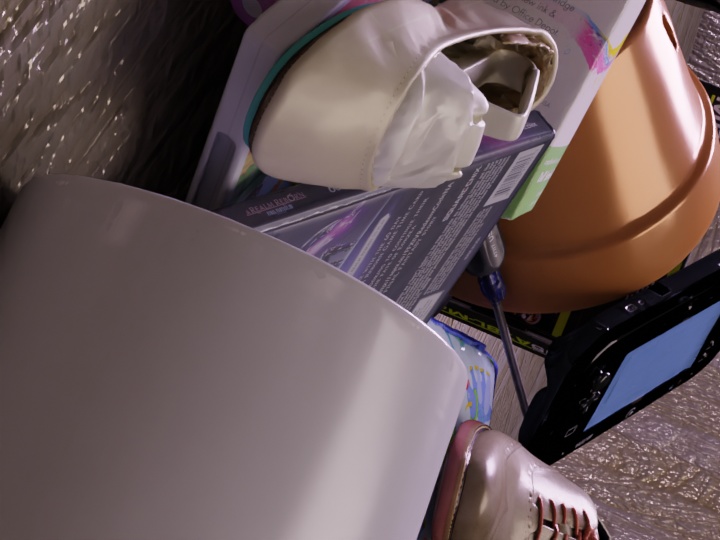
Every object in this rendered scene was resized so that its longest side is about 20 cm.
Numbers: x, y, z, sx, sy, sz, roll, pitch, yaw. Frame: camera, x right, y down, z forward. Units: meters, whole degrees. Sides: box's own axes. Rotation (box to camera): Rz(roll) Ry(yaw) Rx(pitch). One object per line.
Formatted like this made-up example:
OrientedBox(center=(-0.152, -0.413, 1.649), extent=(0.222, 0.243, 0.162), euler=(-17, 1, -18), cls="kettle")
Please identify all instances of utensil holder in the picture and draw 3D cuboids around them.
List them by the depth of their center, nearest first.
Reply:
OrientedBox(center=(-0.074, 0.095, 0.562), extent=(0.170, 0.168, 0.202), euler=(75, 35, -73), cls="utensil holder")

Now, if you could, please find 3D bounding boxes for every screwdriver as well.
OrientedBox(center=(0.078, 0.026, 1.003), extent=(0.029, 0.028, 0.201), euler=(-66, 146, -43), cls="screwdriver")

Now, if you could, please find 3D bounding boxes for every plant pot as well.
OrientedBox(center=(0.100, -0.098, 1.028), extent=(0.201, 0.198, 0.141), euler=(-60, 151, -36), cls="plant pot")

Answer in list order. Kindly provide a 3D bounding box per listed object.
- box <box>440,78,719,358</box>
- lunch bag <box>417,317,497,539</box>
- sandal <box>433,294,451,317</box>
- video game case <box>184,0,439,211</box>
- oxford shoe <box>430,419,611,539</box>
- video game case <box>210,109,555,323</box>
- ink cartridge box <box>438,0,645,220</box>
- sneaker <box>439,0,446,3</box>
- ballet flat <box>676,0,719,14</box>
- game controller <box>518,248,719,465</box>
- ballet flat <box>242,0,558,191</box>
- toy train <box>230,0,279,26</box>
OrientedBox(center=(0.123, -0.051, 1.167), extent=(0.048, 0.191, 0.202), euler=(87, 26, -75), cls="box")
OrientedBox(center=(-0.010, 0.111, 0.947), extent=(0.201, 0.127, 0.170), euler=(-60, 156, 1), cls="lunch bag")
OrientedBox(center=(0.037, -0.028, 1.115), extent=(0.045, 0.074, 0.201), euler=(96, 16, -54), cls="sandal")
OrientedBox(center=(-0.020, -0.062, 0.731), extent=(0.143, 0.017, 0.201), euler=(-45, 169, -36), cls="video game case")
OrientedBox(center=(0.087, 0.122, 0.944), extent=(0.200, 0.074, 0.071), euler=(30, 74, -70), cls="oxford shoe")
OrientedBox(center=(-0.018, 0.008, 0.754), extent=(0.199, 0.019, 0.143), euler=(-19, 152, -43), cls="video game case")
OrientedBox(center=(0.072, -0.139, 0.841), extent=(0.201, 0.116, 0.067), euler=(-62, 169, 12), cls="ink cartridge box")
OrientedBox(center=(0.063, -0.206, 0.768), extent=(0.089, 0.076, 0.201), euler=(-65, 175, -57), cls="sneaker")
OrientedBox(center=(0.109, -0.154, 0.924), extent=(0.066, 0.198, 0.058), euler=(145, -58, -80), cls="ballet flat")
OrientedBox(center=(0.164, 0.047, 1.051), extent=(0.199, 0.042, 0.105), euler=(-23, 138, -42), cls="game controller")
OrientedBox(center=(0.026, -0.065, 0.679), extent=(0.200, 0.069, 0.070), euler=(-35, 146, -62), cls="ballet flat")
OrientedBox(center=(0.003, -0.160, 0.686), extent=(0.201, 0.055, 0.150), euler=(-57, 170, 30), cls="toy train")
